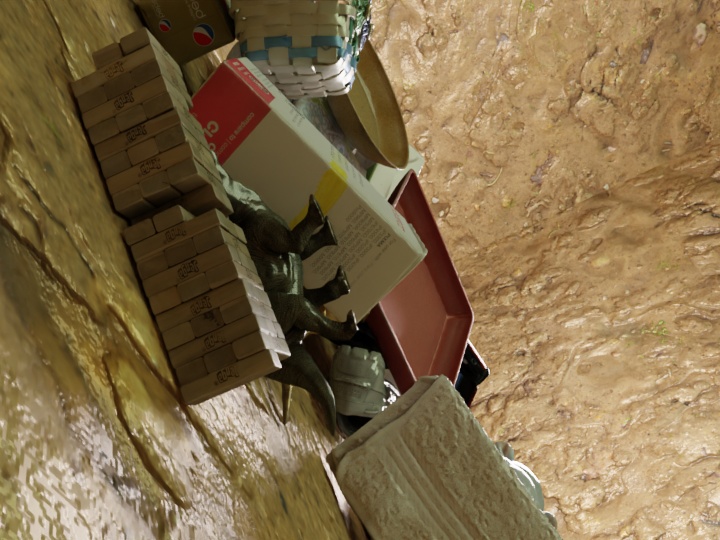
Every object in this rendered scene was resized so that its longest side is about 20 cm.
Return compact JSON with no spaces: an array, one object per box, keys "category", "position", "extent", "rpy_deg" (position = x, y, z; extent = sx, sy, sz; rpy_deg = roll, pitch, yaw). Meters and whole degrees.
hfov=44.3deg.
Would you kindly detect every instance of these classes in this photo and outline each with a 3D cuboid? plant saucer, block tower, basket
[{"category":"plant saucer","position":[-0.003,-0.204,1.010],"extent":[0.201,0.035,0.202],"rpy_deg":[53,25,-38]},{"category":"block tower","position":[-0.100,-0.028,0.496],"extent":[0.058,0.053,0.203],"rpy_deg":[45,22,-76]},{"category":"plant saucer","position":[0.053,0.028,0.914],"extent":[0.202,0.036,0.201],"rpy_deg":[64,28,-25]},{"category":"basket","position":[-0.056,-0.269,0.815],"extent":[0.176,0.136,0.204],"rpy_deg":[32,51,-87]}]

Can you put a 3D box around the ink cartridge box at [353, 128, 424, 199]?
[{"category":"ink cartridge box","position":[-0.018,-0.104,1.161],"extent":[0.067,0.119,0.199],"rpy_deg":[36,-24,-28]}]

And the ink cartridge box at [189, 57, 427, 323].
[{"category":"ink cartridge box","position":[-0.051,-0.065,0.691],"extent":[0.200,0.083,0.145],"rpy_deg":[43,8,-10]}]

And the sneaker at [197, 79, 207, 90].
[{"category":"sneaker","position":[-0.121,-0.166,0.875],"extent":[0.082,0.076,0.201],"rpy_deg":[54,8,-30]}]

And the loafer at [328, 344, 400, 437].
[{"category":"loafer","position":[-0.001,0.134,0.880],"extent":[0.200,0.069,0.071],"rpy_deg":[67,36,-66]}]

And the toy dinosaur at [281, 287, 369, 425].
[{"category":"toy dinosaur","position":[-0.043,0.034,0.728],"extent":[0.106,0.061,0.200],"rpy_deg":[39,27,10]}]

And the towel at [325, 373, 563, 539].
[{"category":"towel","position":[0.073,0.198,0.732],"extent":[0.201,0.132,0.035],"rpy_deg":[52,-14,7]}]

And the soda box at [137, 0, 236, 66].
[{"category":"soda box","position":[-0.159,-0.249,0.857],"extent":[0.200,0.067,0.065],"rpy_deg":[-103,169,-70]}]

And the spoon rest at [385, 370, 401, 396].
[{"category":"spoon rest","position":[0.014,0.106,1.040],"extent":[0.060,0.099,0.201],"rpy_deg":[12,-39,53]}]

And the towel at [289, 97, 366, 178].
[{"category":"towel","position":[-0.056,-0.085,0.954],"extent":[0.172,0.047,0.202],"rpy_deg":[58,37,-41]}]

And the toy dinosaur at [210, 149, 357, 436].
[{"category":"toy dinosaur","position":[-0.060,0.013,0.589],"extent":[0.077,0.101,0.203],"rpy_deg":[12,60,-85]}]

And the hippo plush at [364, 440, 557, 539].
[{"category":"hippo plush","position":[0.107,0.256,0.822],"extent":[0.200,0.159,0.161],"rpy_deg":[54,12,-69]}]

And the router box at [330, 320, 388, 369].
[{"category":"router box","position":[0.000,0.000,0.929],"extent":[0.200,0.051,0.160],"rpy_deg":[37,51,-53]}]

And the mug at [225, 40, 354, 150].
[{"category":"mug","position":[-0.083,-0.189,1.066],"extent":[0.175,0.145,0.204],"rpy_deg":[21,60,-67]}]

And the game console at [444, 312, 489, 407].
[{"category":"game console","position":[0.058,0.105,1.135],"extent":[0.200,0.119,0.173],"rpy_deg":[38,-11,49]}]
